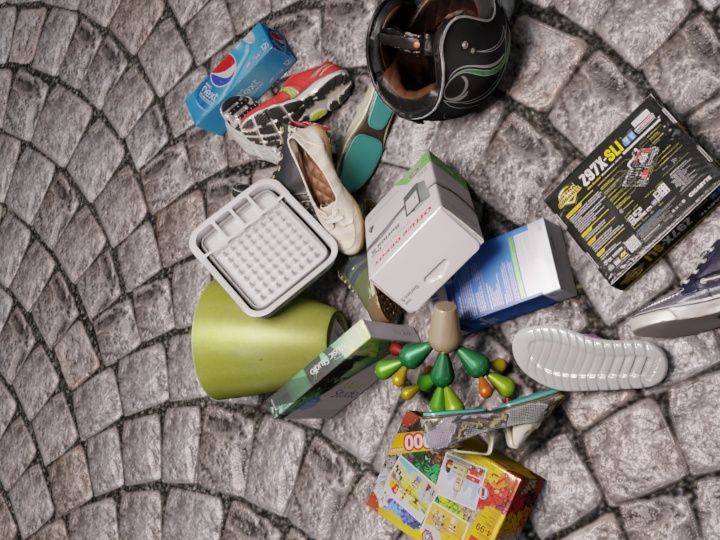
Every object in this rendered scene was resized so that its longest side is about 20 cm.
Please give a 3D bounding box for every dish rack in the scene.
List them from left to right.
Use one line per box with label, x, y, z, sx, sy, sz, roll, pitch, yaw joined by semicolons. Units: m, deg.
dish rack;-0.142;-0.028;1.584;0.171;0.044;0.200;-38;59;-11

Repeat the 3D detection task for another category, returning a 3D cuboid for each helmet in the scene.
helmet;0.119;-0.317;1.504;0.199;0.190;0.202;26;131;34

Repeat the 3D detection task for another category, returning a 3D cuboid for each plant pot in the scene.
plant pot;-0.125;0.104;1.615;0.198;0.187;0.190;-1;79;21

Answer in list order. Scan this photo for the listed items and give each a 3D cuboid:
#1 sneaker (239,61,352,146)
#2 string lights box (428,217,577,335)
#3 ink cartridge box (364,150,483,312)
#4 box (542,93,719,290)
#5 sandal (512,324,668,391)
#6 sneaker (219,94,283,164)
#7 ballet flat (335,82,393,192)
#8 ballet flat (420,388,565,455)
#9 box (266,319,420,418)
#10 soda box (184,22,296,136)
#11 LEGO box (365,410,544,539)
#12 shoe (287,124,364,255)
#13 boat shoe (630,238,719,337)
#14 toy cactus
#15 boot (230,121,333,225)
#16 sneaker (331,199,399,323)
sneaker;-0.109;-0.270;1.707;0.199;0.077;0.085;-30;47;-11
string lights box;0.187;0.014;1.463;0.199;0.059;0.104;-22;68;31
ink cartridge box;0.083;-0.057;1.477;0.146;0.084;0.201;-46;20;19
box;0.356;-0.099;1.371;0.200;0.049;0.160;-46;55;20
sandal;0.295;0.116;1.373;0.201;0.050;0.084;8;100;24
sneaker;-0.148;-0.212;1.759;0.199;0.075;0.082;36;144;22
ballet flat;0.009;-0.217;1.650;0.069;0.069;0.202;30;97;36
ballet flat;0.176;0.202;1.381;0.072;0.198;0.073;171;90;-78
box;-0.023;0.146;1.536;0.200;0.144;0.037;-43;63;22
soda box;-0.207;-0.325;1.820;0.200;0.068;0.065;-41;59;22
LEGO box;0.126;0.301;1.436;0.199;0.077;0.150;26;96;37
shoe;-0.054;-0.114;1.559;0.070;0.053;0.202;-22;89;37
boat shoe;0.421;0.017;1.291;0.198;0.075;0.094;-16;64;25
toy cactus;0.120;0.120;1.447;0.198;0.102;0.167;13;119;25
boot;-0.119;-0.160;1.668;0.202;0.073;0.156;15;112;34
sneaker;0.000;0.000;1.602;0.089;0.067;0.202;-25;61;31
